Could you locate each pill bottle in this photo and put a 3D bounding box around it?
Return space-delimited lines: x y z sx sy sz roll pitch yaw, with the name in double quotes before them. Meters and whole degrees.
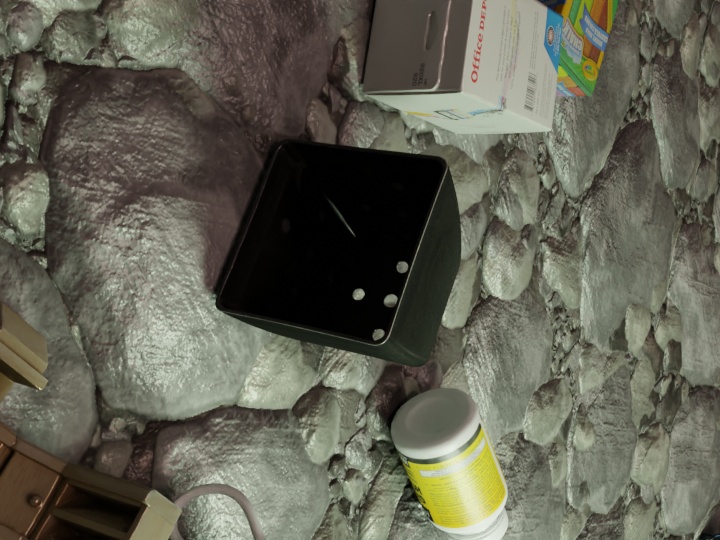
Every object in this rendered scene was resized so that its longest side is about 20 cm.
"pill bottle" 0.119 0.256 1.337 0.112 0.112 0.200 -47 128 -36

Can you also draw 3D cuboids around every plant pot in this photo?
"plant pot" 0.000 0.000 1.116 0.177 0.200 0.200 48 57 -57

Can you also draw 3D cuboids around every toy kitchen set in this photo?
"toy kitchen set" -0.252 0.121 0.817 0.200 0.180 0.163 53 54 -44

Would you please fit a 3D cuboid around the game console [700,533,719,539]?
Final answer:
"game console" 0.757 0.626 2.146 0.171 0.118 0.200 -54 131 -32

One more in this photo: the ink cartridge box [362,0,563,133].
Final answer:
"ink cartridge box" 0.124 -0.255 1.256 0.200 0.144 0.148 12 85 -50

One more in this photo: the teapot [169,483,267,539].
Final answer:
"teapot" -0.159 0.336 0.995 0.200 0.146 0.198 -57 163 -58

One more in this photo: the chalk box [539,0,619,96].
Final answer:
"chalk box" 0.245 -0.307 1.412 0.125 0.124 0.200 32 70 -47
